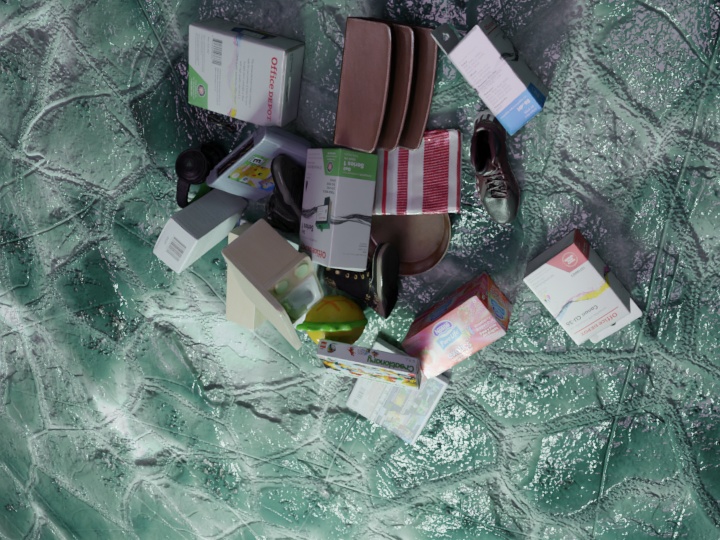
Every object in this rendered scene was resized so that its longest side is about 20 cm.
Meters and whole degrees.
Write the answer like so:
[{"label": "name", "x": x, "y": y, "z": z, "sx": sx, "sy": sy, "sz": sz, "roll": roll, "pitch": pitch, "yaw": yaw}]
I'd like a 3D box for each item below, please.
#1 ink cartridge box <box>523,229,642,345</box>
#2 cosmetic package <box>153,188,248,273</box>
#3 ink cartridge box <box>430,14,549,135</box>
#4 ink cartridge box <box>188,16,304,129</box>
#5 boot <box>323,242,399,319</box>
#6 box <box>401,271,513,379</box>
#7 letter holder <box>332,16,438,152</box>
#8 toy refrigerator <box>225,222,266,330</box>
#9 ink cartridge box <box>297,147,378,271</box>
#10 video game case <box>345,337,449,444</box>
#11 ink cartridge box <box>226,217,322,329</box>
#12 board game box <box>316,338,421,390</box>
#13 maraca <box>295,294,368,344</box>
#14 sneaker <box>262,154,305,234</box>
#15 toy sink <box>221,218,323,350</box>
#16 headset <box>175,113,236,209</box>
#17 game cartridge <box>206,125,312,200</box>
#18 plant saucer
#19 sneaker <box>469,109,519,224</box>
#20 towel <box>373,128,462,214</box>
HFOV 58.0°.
[{"label": "ink cartridge box", "x": 0.397, "y": 0.046, "z": 1.154, "sx": 0.201, "sy": 0.068, "sz": 0.116, "roll": 48, "pitch": 123, "yaw": -5}, {"label": "cosmetic package", "x": -0.317, "y": -0.090, "z": 1.304, "sx": 0.074, "sy": 0.201, "sz": 0.102, "roll": 39, "pitch": 123, "yaw": -3}, {"label": "ink cartridge box", "x": 0.206, "y": -0.324, "z": 1.018, "sx": 0.066, "sy": 0.116, "sz": 0.201, "roll": -37, "pitch": 99, "yaw": 33}, {"label": "ink cartridge box", "x": -0.210, "y": -0.361, "z": 1.191, "sx": 0.195, "sy": 0.088, "sz": 0.149, "roll": 19, "pitch": 122, "yaw": 14}, {"label": "boot", "x": 0.000, "y": 0.000, "z": 1.262, "sx": 0.148, "sy": 0.074, "sz": 0.202, "roll": 26, "pitch": 152, "yaw": 21}, {"label": "box", "x": 0.186, "y": 0.108, "z": 1.254, "sx": 0.095, "sy": 0.103, "sz": 0.199, "roll": 48, "pitch": 124, "yaw": -7}, {"label": "letter holder", "x": 0.045, "y": -0.305, "z": 1.086, "sx": 0.138, "sy": 0.100, "sz": 0.206, "roll": 16, "pitch": 114, "yaw": 18}, {"label": "toy refrigerator", "x": -0.229, "y": 0.012, "z": 1.352, "sx": 0.074, "sy": 0.070, "sz": 0.205, "roll": 18, "pitch": 118, "yaw": 20}, {"label": "ink cartridge box", "x": -0.044, "y": -0.111, "z": 1.172, "sx": 0.145, "sy": 0.082, "sz": 0.207, "roll": 16, "pitch": 101, "yaw": 60}, {"label": "video game case", "x": 0.078, "y": 0.268, "z": 1.428, "sx": 0.179, "sy": 0.023, "sz": 0.203, "roll": 29, "pitch": 122, "yaw": 7}, {"label": "ink cartridge box", "x": -0.183, "y": 0.004, "z": 1.391, "sx": 0.196, "sy": 0.041, "sz": 0.204, "roll": 24, "pitch": 121, "yaw": 11}, {"label": "board game box", "x": 0.020, "y": 0.185, "z": 1.265, "sx": 0.194, "sy": 0.036, "sz": 0.127, "roll": 10, "pitch": 158, "yaw": 13}, {"label": "maraca", "x": -0.055, "y": 0.106, "z": 1.304, "sx": 0.133, "sy": 0.200, "sz": 0.111, "roll": -4, "pitch": 90, "yaw": 12}, {"label": "sneaker", "x": -0.153, "y": -0.138, "z": 1.250, "sx": 0.111, "sy": 0.078, "sz": 0.201, "roll": 2, "pitch": 149, "yaw": 19}, {"label": "toy sink", "x": -0.146, "y": 0.022, "z": 1.203, "sx": 0.199, "sy": 0.111, "sz": 0.132, "roll": 40, "pitch": 161, "yaw": 35}, {"label": "headset", "x": -0.304, "y": -0.208, "z": 1.289, "sx": 0.092, "sy": 0.124, "sz": 0.205, "roll": 22, "pitch": 115, "yaw": 7}, {"label": "game cartridge", "x": -0.188, "y": -0.199, "z": 1.242, "sx": 0.198, "sy": 0.131, "sz": 0.042, "roll": -29, "pitch": 65, "yaw": 38}, {"label": "plant saucer", "x": 0.081, "y": -0.089, "z": 1.239, "sx": 0.194, "sy": 0.035, "sz": 0.206, "roll": 10, "pitch": 118, "yaw": 19}, {"label": "sneaker", "x": 0.217, "y": -0.159, "z": 1.097, "sx": 0.074, "sy": 0.116, "sz": 0.205, "roll": -8, "pitch": 112, "yaw": 25}, {"label": "towel", "x": 0.085, "y": -0.174, "z": 1.163, "sx": 0.194, "sy": 0.023, "sz": 0.149, "roll": 1, "pitch": 90, "yaw": 23}]
